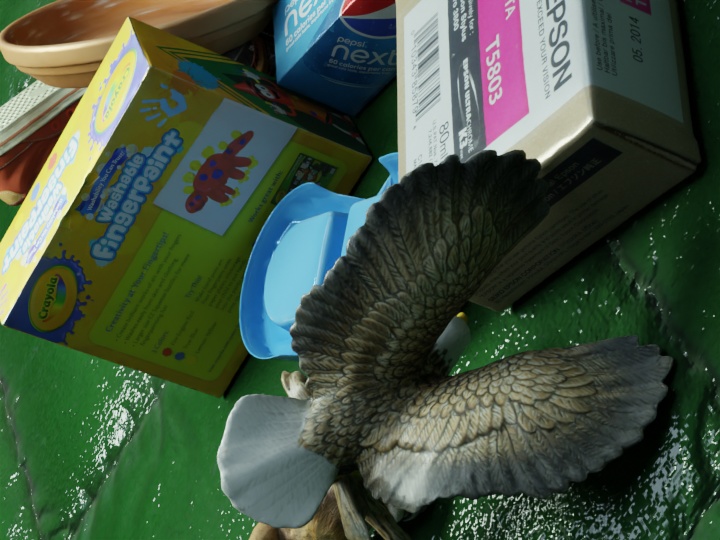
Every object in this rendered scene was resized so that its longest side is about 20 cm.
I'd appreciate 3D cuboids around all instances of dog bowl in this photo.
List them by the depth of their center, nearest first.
[{"bbox_3d":[0.000,0.000,1.280,0.200,0.049,0.112,-17,58,56],"label":"dog bowl"}]

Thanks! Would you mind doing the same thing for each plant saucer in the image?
[{"bbox_3d":[-0.142,-0.164,1.450,0.200,0.199,0.038,25,132,61],"label":"plant saucer"}]

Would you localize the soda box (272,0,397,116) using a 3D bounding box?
[{"bbox_3d":[0.026,-0.185,1.337,0.200,0.064,0.068,-43,39,40],"label":"soda box"}]

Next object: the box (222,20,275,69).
[{"bbox_3d":[-0.125,-0.161,1.604,0.143,0.036,0.200,-57,34,23],"label":"box"}]

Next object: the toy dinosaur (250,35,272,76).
[{"bbox_3d":[-0.149,-0.055,1.526,0.181,0.105,0.200,-3,43,52],"label":"toy dinosaur"}]

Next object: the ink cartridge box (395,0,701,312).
[{"bbox_3d":[0.093,-0.105,1.163,0.165,0.075,0.201,-41,39,43],"label":"ink cartridge box"}]

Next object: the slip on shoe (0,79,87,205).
[{"bbox_3d":[-0.188,-0.115,1.520,0.200,0.061,0.074,-38,25,-24],"label":"slip on shoe"}]

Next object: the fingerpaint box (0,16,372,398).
[{"bbox_3d":[-0.118,-0.037,1.382,0.201,0.166,0.073,-58,31,21],"label":"fingerpaint box"}]

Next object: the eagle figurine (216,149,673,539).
[{"bbox_3d":[0.033,0.050,1.085,0.200,0.151,0.152,-36,38,42],"label":"eagle figurine"}]

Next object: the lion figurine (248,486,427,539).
[{"bbox_3d":[-0.042,0.174,1.218,0.200,0.072,0.123,-53,-1,39],"label":"lion figurine"}]
